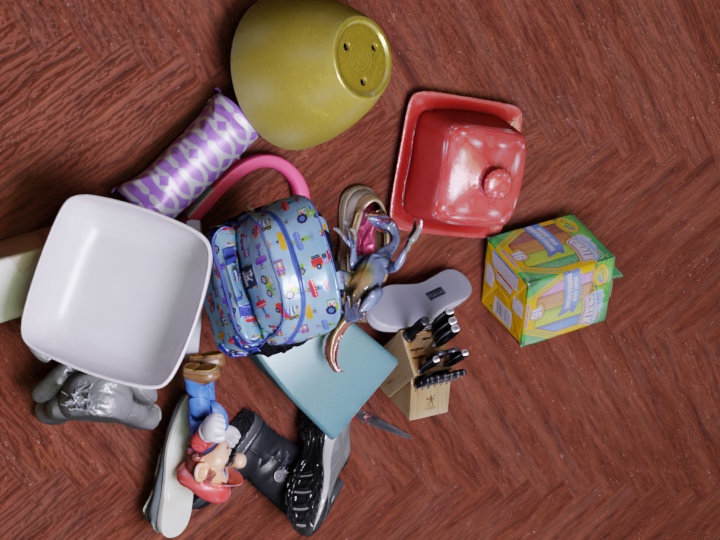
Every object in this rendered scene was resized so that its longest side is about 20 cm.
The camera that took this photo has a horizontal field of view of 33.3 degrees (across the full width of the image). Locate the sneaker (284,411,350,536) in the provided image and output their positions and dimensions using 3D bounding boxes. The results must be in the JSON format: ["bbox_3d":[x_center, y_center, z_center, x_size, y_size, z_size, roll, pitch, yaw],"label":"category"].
[{"bbox_3d":[-0.050,0.278,1.706,0.079,0.073,0.203,33,59,-41],"label":"sneaker"}]

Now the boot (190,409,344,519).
[{"bbox_3d":[-0.138,0.317,1.732,0.165,0.066,0.200,-49,124,-4],"label":"boot"}]

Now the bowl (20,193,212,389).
[{"bbox_3d":[-0.280,0.026,1.423,0.198,0.075,0.202,18,87,3],"label":"bowl"}]

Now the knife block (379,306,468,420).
[{"bbox_3d":[0.079,0.107,1.681,0.063,0.200,0.178,-9,117,-23],"label":"knife block"}]

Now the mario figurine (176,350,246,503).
[{"bbox_3d":[-0.184,0.211,1.593,0.123,0.105,0.203,-22,116,-49],"label":"mario figurine"}]

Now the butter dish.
[{"bbox_3d":[0.160,-0.135,1.690,0.197,0.148,0.203,4,104,-26],"label":"butter dish"}]

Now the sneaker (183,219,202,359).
[{"bbox_3d":[-0.239,0.028,1.570,0.070,0.073,0.202,3,116,-9],"label":"sneaker"}]

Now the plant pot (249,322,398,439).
[{"bbox_3d":[-0.082,0.096,1.641,0.142,0.141,0.200,-48,120,-6],"label":"plant pot"}]

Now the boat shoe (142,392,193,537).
[{"bbox_3d":[-0.258,0.259,1.648,0.072,0.061,0.203,5,98,-49],"label":"boat shoe"}]

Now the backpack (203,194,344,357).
[{"bbox_3d":[-0.105,0.007,1.445,0.133,0.200,0.185,-13,86,-25],"label":"backpack"}]

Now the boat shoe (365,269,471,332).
[{"bbox_3d":[0.078,0.057,1.727,0.198,0.074,0.066,-13,152,-39],"label":"boat shoe"}]

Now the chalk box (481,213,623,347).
[{"bbox_3d":[0.297,0.007,1.797,0.198,0.125,0.125,-17,131,-21],"label":"chalk box"}]

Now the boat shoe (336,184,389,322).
[{"bbox_3d":[0.007,-0.015,1.695,0.073,0.069,0.203,-12,110,-22],"label":"boat shoe"}]

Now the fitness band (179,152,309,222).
[{"bbox_3d":[-0.158,-0.067,1.622,0.200,0.037,0.144,-46,122,-6],"label":"fitness band"}]

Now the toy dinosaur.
[{"bbox_3d":[0.000,0.000,1.593,0.104,0.181,0.202,29,118,12],"label":"toy dinosaur"}]

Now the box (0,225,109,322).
[{"bbox_3d":[-0.374,-0.009,1.499,0.198,0.095,0.079,-19,111,-21],"label":"box"}]

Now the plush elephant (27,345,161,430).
[{"bbox_3d":[-0.336,0.111,1.523,0.162,0.200,0.157,3,76,-4],"label":"plush elephant"}]

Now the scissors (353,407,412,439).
[{"bbox_3d":[-0.004,0.219,1.794,0.073,0.014,0.200,-49,120,-8],"label":"scissors"}]

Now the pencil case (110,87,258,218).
[{"bbox_3d":[-0.220,-0.142,1.543,0.085,0.084,0.200,43,81,6],"label":"pencil case"}]

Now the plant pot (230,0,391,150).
[{"bbox_3d":[-0.043,-0.259,1.519,0.198,0.141,0.203,1,88,-44],"label":"plant pot"}]
